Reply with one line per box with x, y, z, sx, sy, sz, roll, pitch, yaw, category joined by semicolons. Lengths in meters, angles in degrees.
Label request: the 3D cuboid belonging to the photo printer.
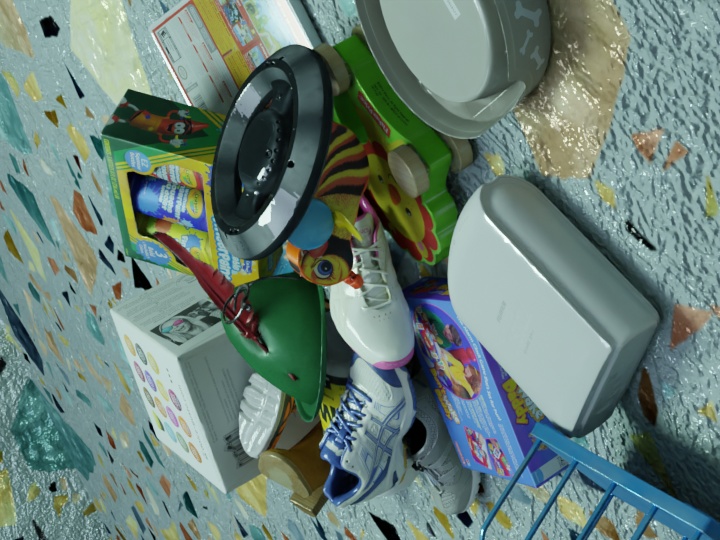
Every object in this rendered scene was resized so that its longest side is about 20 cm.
0.152;0.025;1.186;0.200;0.069;0.167;49;153;24;photo printer

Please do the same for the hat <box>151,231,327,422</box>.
-0.135;0.058;1.420;0.166;0.175;0.202;-169;79;-74;hat

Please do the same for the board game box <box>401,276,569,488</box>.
0.117;0.107;1.367;0.134;0.045;0.201;4;120;62;board game box

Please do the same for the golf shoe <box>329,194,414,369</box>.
0.000;0.000;1.350;0.092;0.075;0.201;93;157;-60;golf shoe

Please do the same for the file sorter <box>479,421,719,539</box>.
0.220;0.241;1.159;0.139;0.123;0.200;37;173;-39;file sorter

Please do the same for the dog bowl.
0.073;-0.208;1.107;0.200;0.058;0.201;43;150;33;dog bowl

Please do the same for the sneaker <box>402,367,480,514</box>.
0.073;0.188;1.492;0.075;0.082;0.201;30;141;48;sneaker

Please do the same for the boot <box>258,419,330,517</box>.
-0.047;0.196;1.623;0.070;0.145;0.201;24;161;21;boot

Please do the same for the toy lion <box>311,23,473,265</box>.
0.028;-0.106;1.309;0.200;0.068;0.192;53;162;17;toy lion

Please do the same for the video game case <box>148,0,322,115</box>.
-0.127;-0.231;1.430;0.199;0.017;0.144;-25;94;44;video game case

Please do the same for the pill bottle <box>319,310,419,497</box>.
0.009;0.146;1.534;0.114;0.114;0.201;33;143;45;pill bottle

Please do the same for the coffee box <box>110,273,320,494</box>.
-0.157;0.115;1.716;0.197;0.199;0.201;26;138;52;coffee box

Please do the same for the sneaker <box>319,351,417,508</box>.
0.002;0.162;1.411;0.075;0.088;0.201;33;136;40;sneaker

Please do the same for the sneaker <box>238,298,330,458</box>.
-0.064;0.128;1.611;0.077;0.112;0.201;31;104;49;sneaker

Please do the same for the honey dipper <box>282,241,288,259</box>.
-0.069;-0.112;1.376;0.038;0.038;0.202;-10;86;64;honey dipper

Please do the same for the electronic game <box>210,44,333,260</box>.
-0.082;-0.107;1.261;0.200;0.041;0.201;-32;51;50;electronic game

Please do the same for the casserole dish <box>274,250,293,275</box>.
-0.099;-0.055;1.536;0.121;0.039;0.200;-8;134;37;casserole dish

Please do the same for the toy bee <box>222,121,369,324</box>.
-0.037;-0.034;1.292;0.200;0.108;0.131;-54;28;22;toy bee

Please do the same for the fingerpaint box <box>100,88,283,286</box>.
-0.172;-0.077;1.456;0.166;0.074;0.201;16;144;11;fingerpaint box
